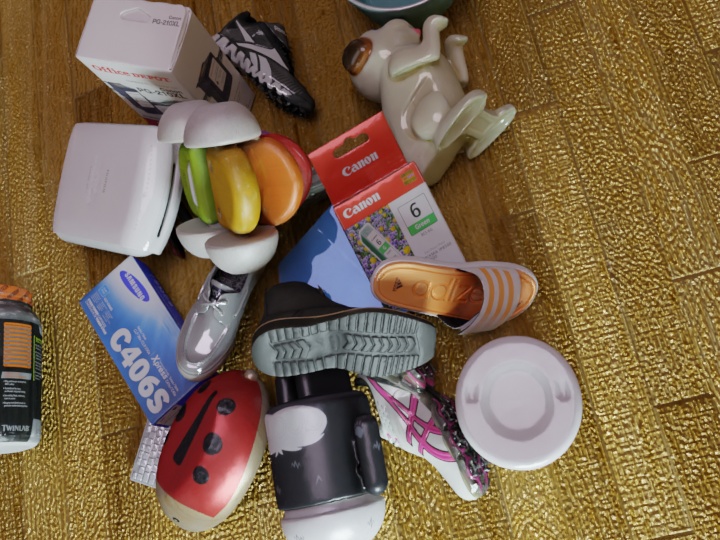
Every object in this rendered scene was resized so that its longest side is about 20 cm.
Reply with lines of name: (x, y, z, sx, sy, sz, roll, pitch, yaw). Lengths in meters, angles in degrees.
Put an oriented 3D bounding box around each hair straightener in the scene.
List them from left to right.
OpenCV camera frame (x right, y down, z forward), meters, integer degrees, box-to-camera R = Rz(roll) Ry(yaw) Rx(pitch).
hair straightener: (-0.257, -0.117, 0.956, 0.076, 0.041, 0.203, -31, 66, 5)

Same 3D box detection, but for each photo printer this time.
photo printer: (-0.314, -0.109, 0.915, 0.196, 0.069, 0.172, 10, 88, 33)

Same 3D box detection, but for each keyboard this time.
keyboard: (-0.239, 0.171, 0.885, 0.055, 0.011, 0.206, 11, 79, 17)

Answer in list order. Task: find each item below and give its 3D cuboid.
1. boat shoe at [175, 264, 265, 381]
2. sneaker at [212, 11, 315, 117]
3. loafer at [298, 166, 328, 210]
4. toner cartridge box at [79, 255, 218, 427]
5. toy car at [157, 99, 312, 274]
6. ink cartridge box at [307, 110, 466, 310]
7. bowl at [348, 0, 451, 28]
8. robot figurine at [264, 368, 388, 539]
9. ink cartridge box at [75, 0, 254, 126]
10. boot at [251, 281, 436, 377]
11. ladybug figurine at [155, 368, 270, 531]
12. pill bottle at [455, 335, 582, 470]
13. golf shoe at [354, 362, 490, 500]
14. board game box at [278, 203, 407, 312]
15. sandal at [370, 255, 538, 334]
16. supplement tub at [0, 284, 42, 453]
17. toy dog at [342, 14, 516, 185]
boat shoe: (-0.167, 0.034, 0.845, 0.071, 0.069, 0.203, 24, 64, 9)
sneaker: (-0.122, -0.291, 0.946, 0.199, 0.066, 0.091, 41, 90, 22)
loafer: (-0.110, -0.109, 0.894, 0.195, 0.070, 0.072, -17, 80, 10)
toner cartridge box: (-0.271, 0.089, 0.886, 0.094, 0.043, 0.201, -39, 70, -1)
toy car: (-0.134, -0.105, 0.788, 0.198, 0.147, 0.180, 19, 123, 53)
ink cartridge box: (0.029, -0.067, 0.787, 0.107, 0.050, 0.204, -28, 97, 1)
bowl: (0.058, -0.400, 0.908, 0.195, 0.105, 0.207, -4, 74, 13)
robot figurine: (-0.038, 0.205, 0.763, 0.121, 0.151, 0.206, -10, 76, -3)
ink cartridge box: (-0.244, -0.252, 0.896, 0.141, 0.200, 0.087, 12, 78, 17)
boot: (-0.021, 0.049, 0.774, 0.194, 0.139, 0.080, 2, 114, -7)
ladybug figurine: (-0.178, 0.205, 0.811, 0.134, 0.071, 0.204, 25, 88, 39)
pill bottle: (0.157, 0.137, 0.689, 0.110, 0.200, 0.117, -3, 74, 13)
golf shoe: (0.069, 0.173, 0.779, 0.092, 0.072, 0.202, -45, 62, 21)
board game box: (0.000, 0.000, 0.853, 0.158, 0.039, 0.201, 42, 89, 11)
sandal: (0.109, 0.034, 0.755, 0.201, 0.060, 0.081, 5, 117, -19)
supplement tub: (-0.478, 0.130, 0.899, 0.119, 0.123, 0.206, -11, 72, 11)
toy dog: (0.066, -0.218, 0.858, 0.195, 0.138, 0.202, -49, 66, 34)
